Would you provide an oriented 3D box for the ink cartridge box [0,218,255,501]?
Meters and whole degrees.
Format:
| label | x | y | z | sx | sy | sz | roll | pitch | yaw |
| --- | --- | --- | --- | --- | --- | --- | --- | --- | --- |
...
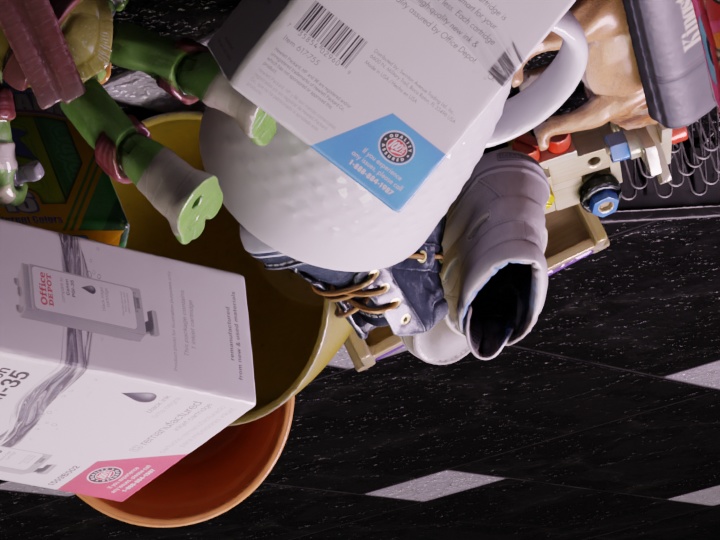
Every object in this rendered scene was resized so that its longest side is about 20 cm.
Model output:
| label | x | y | z | sx | sy | sz | roll | pitch | yaw |
| --- | --- | --- | --- | --- | --- | --- | --- | --- | --- |
| ink cartridge box | -0.178 | 0.048 | 1.350 | 0.199 | 0.083 | 0.146 | 14 | 146 | -35 |

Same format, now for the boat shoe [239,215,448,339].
| label | x | y | z | sx | sy | sz | roll | pitch | yaw |
| --- | --- | --- | --- | --- | --- | --- | --- | --- | --- |
| boat shoe | 0.000 | 0.000 | 1.494 | 0.070 | 0.092 | 0.200 | -4 | -175 | 30 |

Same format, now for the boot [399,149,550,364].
| label | x | y | z | sx | sy | sz | roll | pitch | yaw |
| --- | --- | --- | --- | --- | --- | --- | --- | --- | --- |
| boot | 0.069 | 0.020 | 1.606 | 0.073 | 0.096 | 0.201 | 9 | 140 | -10 |

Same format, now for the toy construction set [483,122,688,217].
| label | x | y | z | sx | sy | sz | roll | pitch | yaw |
| --- | --- | --- | --- | --- | --- | --- | --- | --- | --- |
| toy construction set | 0.114 | -0.076 | 1.641 | 0.198 | 0.093 | 0.131 | -6 | 143 | 8 |

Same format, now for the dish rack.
| label | x | y | z | sx | sy | sz | roll | pitch | yaw |
| --- | --- | --- | --- | --- | --- | --- | --- | --- | --- |
| dish rack | 0.250 | -0.091 | 1.731 | 0.152 | 0.055 | 0.200 | -5 | 163 | -15 |

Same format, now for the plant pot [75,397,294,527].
| label | x | y | z | sx | sy | sz | roll | pitch | yaw |
| --- | --- | --- | --- | --- | --- | --- | --- | --- | --- |
| plant pot | -0.146 | 0.091 | 1.944 | 0.198 | 0.202 | 0.140 | -9 | 180 | 1 |

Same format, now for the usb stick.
| label | x | y | z | sx | sy | sz | roll | pitch | yaw |
| --- | --- | --- | --- | --- | --- | --- | --- | --- | --- |
| usb stick | 0.175 | -0.150 | 1.422 | 0.055 | 0.033 | 0.200 | -30 | 145 | -4 |

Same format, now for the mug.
| label | x | y | z | sx | sy | sz | roll | pitch | yaw |
| --- | --- | --- | --- | --- | --- | --- | --- | --- | --- |
| mug | 0.032 | -0.109 | 1.380 | 0.199 | 0.148 | 0.176 | 1 | 143 | -28 |

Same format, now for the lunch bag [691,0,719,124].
| label | x | y | z | sx | sy | sz | roll | pitch | yaw |
| --- | --- | --- | --- | --- | --- | --- | --- | --- | --- |
| lunch bag | 0.255 | -0.146 | 1.276 | 0.175 | 0.202 | 0.082 | -11 | -171 | 13 |

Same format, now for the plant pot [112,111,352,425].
| label | x | y | z | sx | sy | sz | roll | pitch | yaw |
| --- | --- | --- | --- | --- | --- | --- | --- | --- | --- |
| plant pot | -0.067 | -0.013 | 1.645 | 0.199 | 0.201 | 0.142 | -19 | 180 | 33 |

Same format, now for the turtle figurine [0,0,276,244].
| label | x | y | z | sx | sy | sz | roll | pitch | yaw |
| --- | --- | --- | --- | --- | --- | --- | --- | --- | --- |
| turtle figurine | -0.142 | -0.094 | 1.332 | 0.144 | 0.193 | 0.201 | -43 | 160 | -48 |

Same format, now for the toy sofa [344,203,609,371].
| label | x | y | z | sx | sy | sz | roll | pitch | yaw |
| --- | --- | --- | --- | --- | --- | --- | --- | --- | --- |
| toy sofa | 0.069 | -0.010 | 1.755 | 0.199 | 0.083 | 0.098 | -27 | 173 | -1 |

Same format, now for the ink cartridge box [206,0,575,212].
| label | x | y | z | sx | sy | sz | roll | pitch | yaw |
| --- | --- | --- | --- | --- | --- | --- | --- | --- | --- |
| ink cartridge box | 0.034 | -0.146 | 1.231 | 0.116 | 0.068 | 0.200 | 36 | 100 | -23 |

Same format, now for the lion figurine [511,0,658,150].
| label | x | y | z | sx | sy | sz | roll | pitch | yaw |
| --- | --- | --- | --- | --- | --- | --- | --- | --- | --- |
| lion figurine | 0.146 | -0.137 | 1.494 | 0.122 | 0.073 | 0.200 | -19 | 158 | 8 |

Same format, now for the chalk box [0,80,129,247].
| label | x | y | z | sx | sy | sz | roll | pitch | yaw |
| --- | --- | --- | --- | --- | --- | --- | --- | --- | --- |
| chalk box | -0.226 | -0.041 | 1.481 | 0.124 | 0.201 | 0.125 | -3 | 131 | -24 |
